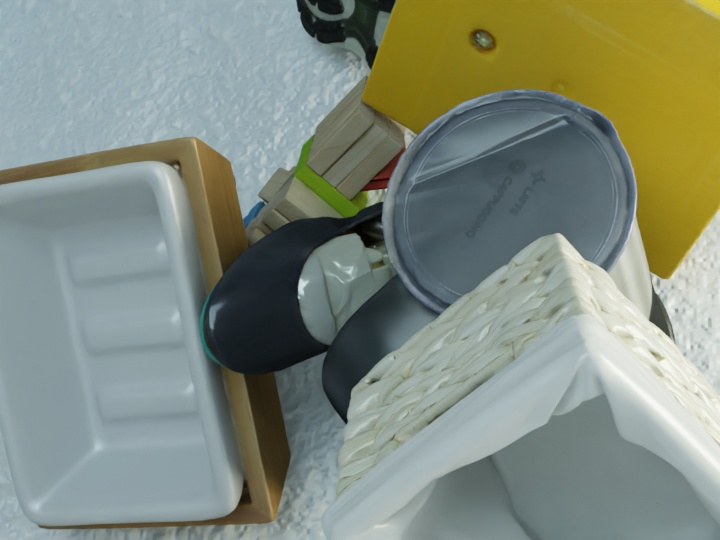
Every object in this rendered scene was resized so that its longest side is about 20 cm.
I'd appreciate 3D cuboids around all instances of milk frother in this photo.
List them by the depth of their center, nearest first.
[{"bbox_3d":[0.105,0.051,0.741,0.199,0.188,0.181,29,77,26],"label":"milk frother"}]

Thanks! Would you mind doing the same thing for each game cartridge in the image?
[{"bbox_3d":[0.109,-0.101,0.791,0.199,0.177,0.032,31,53,5],"label":"game cartridge"}]

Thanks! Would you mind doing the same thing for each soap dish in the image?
[{"bbox_3d":[-0.123,0.035,0.826,0.157,0.081,0.201,-7,99,28],"label":"soap dish"}]

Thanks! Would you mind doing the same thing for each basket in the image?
[{"bbox_3d":[0.096,0.100,0.629,0.135,0.200,0.124,-38,21,18],"label":"basket"}]

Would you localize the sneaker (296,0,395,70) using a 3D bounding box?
[{"bbox_3d":[0.027,-0.164,0.947,0.088,0.077,0.200,-8,40,-33],"label":"sneaker"}]

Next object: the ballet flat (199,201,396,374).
[{"bbox_3d":[0.000,0.000,0.805,0.073,0.200,0.073,12,112,32],"label":"ballet flat"}]

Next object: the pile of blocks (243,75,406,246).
[{"bbox_3d":[-0.036,-0.016,0.899,0.062,0.082,0.200,40,91,-15],"label":"pile of blocks"}]
